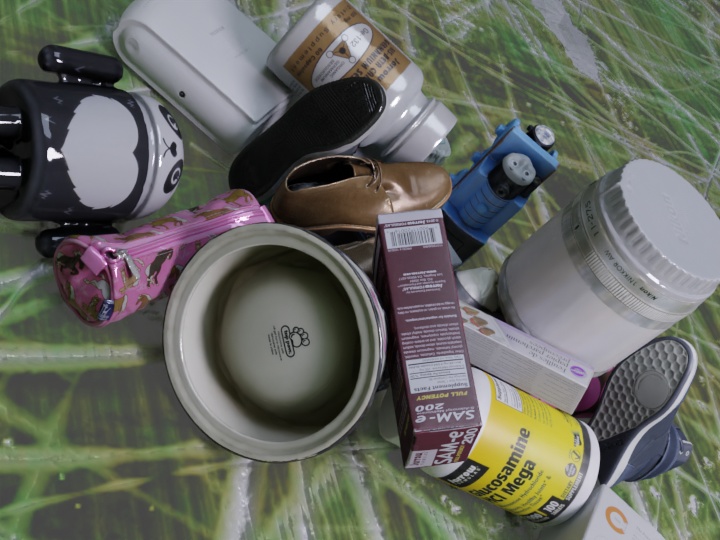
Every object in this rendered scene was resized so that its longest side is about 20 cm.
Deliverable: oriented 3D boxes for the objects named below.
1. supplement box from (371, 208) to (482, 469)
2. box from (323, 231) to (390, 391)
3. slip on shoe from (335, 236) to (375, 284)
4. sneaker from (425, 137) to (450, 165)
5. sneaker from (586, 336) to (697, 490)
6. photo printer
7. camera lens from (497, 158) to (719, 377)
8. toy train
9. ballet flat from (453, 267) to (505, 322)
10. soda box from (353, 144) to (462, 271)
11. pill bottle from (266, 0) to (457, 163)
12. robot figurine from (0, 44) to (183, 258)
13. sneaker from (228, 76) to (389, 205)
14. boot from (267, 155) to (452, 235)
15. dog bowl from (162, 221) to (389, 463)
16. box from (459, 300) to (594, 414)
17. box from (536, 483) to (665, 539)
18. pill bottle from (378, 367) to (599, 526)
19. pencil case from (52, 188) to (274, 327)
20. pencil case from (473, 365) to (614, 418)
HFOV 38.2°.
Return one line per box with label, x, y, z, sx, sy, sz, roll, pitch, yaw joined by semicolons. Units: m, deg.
supplement box;0.054;0.059;0.904;0.061;0.109;0.200;-6;65;-5
box;-0.021;0.032;1.060;0.198;0.050;0.200;-8;59;-47
slip on shoe;0.000;0.000;1.018;0.200;0.061;0.076;-9;59;-47
sneaker;0.077;-0.158;1.296;0.080;0.070;0.200;48;23;-9
sneaker;0.325;0.153;1.135;0.146;0.202;0.077;3;36;-42
photo printer;-0.169;-0.239;1.168;0.200;0.069;0.166;42;37;-2
camera lens;0.250;0.003;1.054;0.160;0.200;0.160;22;46;-24
toy train;0.151;-0.091;1.217;0.087;0.200;0.114;39;48;-6
ballet flat;0.137;0.030;1.146;0.200;0.073;0.073;23;39;-50
soda box;0.027;-0.065;1.183;0.068;0.063;0.200;-11;62;-47
pill bottle;0.005;-0.202;1.146;0.200;0.114;0.114;42;37;-7
robot figurine;-0.252;-0.103;0.914;0.200;0.150;0.125;-1;42;-42
sneaker;-0.030;-0.126;1.096;0.121;0.200;0.084;7;58;-58
boot;0.010;-0.083;1.043;0.200;0.075;0.074;-12;63;-22
dog bowl;-0.064;0.058;0.884;0.200;0.200;0.074;52;18;11
box;0.131;0.074;1.033;0.200;0.041;0.039;26;34;10
box;0.214;0.317;0.953;0.124;0.097;0.200;43;38;1
pill bottle;0.123;0.163;1.008;0.200;0.112;0.112;27;40;-19
pencil case;-0.169;-0.015;0.923;0.086;0.083;0.200;19;28;37
pencil case;0.222;0.117;1.158;0.200;0.094;0.091;3;52;-40
